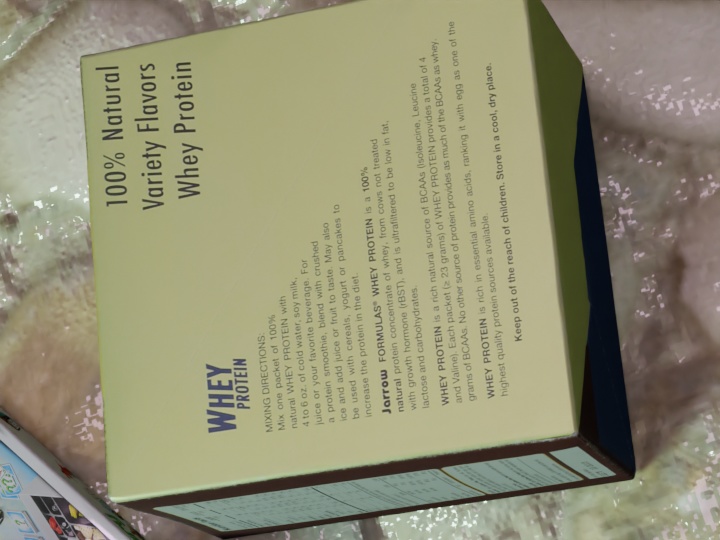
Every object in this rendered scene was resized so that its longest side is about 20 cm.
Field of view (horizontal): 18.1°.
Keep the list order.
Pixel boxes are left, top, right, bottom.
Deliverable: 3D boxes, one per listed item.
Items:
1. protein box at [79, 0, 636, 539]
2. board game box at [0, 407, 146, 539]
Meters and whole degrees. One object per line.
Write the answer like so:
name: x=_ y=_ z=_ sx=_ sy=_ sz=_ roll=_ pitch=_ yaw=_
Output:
protein box: x=0.000 y=0.000 z=0.985 sx=0.199 sy=0.135 sz=0.200 roll=-10 pitch=74 yaw=15
board game box: x=-0.155 y=0.161 z=1.048 sx=0.200 sy=0.035 sz=0.127 roll=38 pitch=91 yaw=22
